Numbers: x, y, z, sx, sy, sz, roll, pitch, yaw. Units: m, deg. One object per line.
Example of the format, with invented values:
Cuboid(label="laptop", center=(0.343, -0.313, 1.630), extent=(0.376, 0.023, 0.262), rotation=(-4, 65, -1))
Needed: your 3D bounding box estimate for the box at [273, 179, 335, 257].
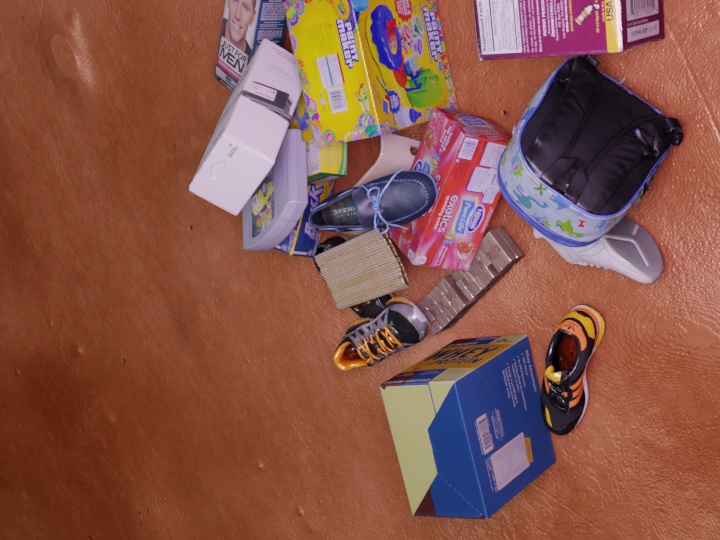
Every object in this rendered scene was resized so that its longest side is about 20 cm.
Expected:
Cuboid(label="box", center=(-0.088, -0.126, 1.757), extent=(0.070, 0.064, 0.202), rotation=(19, 98, 33))

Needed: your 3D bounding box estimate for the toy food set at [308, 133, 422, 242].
Cuboid(label="toy food set", center=(0.034, -0.119, 1.655), extent=(0.200, 0.142, 0.061), rotation=(-46, 47, 39))

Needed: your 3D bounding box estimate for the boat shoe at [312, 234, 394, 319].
Cuboid(label="boat shoe", center=(-0.003, 0.037, 1.787), extent=(0.202, 0.063, 0.074), rotation=(54, 129, 9))

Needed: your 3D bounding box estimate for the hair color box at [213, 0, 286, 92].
Cuboid(label="hair color box", center=(-0.166, -0.374, 1.760), extent=(0.100, 0.060, 0.202), rotation=(41, 128, 41))

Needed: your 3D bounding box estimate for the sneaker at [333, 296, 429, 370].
Cuboid(label="sneaker", center=(0.031, 0.104, 1.709), extent=(0.078, 0.077, 0.200), rotation=(50, 142, -6))

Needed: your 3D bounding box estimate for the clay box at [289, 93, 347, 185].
Cuboid(label="clay box", center=(-0.061, -0.232, 1.655), extent=(0.115, 0.047, 0.203), rotation=(-8, 80, 61))

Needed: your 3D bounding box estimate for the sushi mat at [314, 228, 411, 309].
Cuboid(label="sushi mat", center=(0.000, 0.000, 1.690), extent=(0.199, 0.012, 0.097), rotation=(-22, 96, 57))

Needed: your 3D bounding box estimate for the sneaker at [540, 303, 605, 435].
Cuboid(label="sneaker", center=(0.277, 0.147, 1.576), extent=(0.069, 0.090, 0.202), rotation=(25, 119, 30))

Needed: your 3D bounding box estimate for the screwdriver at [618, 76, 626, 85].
Cuboid(label="screwdriver", center=(0.284, -0.180, 1.501), extent=(0.029, 0.028, 0.201), rotation=(27, 124, -5))

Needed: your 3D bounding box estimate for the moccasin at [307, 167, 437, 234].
Cuboid(label="moccasin", center=(0.014, -0.080, 1.542), extent=(0.199, 0.068, 0.081), rotation=(-18, 95, 39))

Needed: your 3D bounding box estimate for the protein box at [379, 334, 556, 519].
Cuboid(label="protein box", center=(0.158, 0.219, 1.626), extent=(0.134, 0.199, 0.201), rotation=(-7, 101, 40))

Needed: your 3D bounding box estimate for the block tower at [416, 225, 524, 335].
Cuboid(label="block tower", center=(0.157, 0.018, 1.653), extent=(0.058, 0.054, 0.200), rotation=(54, 131, 12))

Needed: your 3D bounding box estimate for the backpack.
Cuboid(label="backpack", center=(0.264, -0.131, 1.402), extent=(0.182, 0.201, 0.147), rotation=(37, 148, 2))

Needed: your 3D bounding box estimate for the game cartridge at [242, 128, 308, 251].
Cuboid(label="game cartridge", center=(-0.130, -0.107, 1.682), extent=(0.200, 0.040, 0.135), rotation=(142, 126, -58))

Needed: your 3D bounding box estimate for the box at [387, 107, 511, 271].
Cuboid(label="box", center=(0.125, -0.110, 1.570), extent=(0.096, 0.099, 0.202), rotation=(53, 129, 51))

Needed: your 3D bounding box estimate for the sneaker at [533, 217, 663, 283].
Cuboid(label="sneaker", center=(0.312, -0.038, 1.508), extent=(0.200, 0.070, 0.081), rotation=(37, 141, 27))

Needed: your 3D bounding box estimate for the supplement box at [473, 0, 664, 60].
Cuboid(label="supplement box", center=(0.256, -0.321, 1.403), extent=(0.198, 0.130, 0.105), rotation=(5, 109, 38))

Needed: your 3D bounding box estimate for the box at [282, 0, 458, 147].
Cuboid(label="box", center=(0.017, -0.292, 1.567), extent=(0.121, 0.192, 0.203), rotation=(-5, 103, 40))

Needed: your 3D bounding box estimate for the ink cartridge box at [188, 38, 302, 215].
Cuboid(label="ink cartridge box", center=(-0.156, -0.202, 1.610), extent=(0.084, 0.202, 0.145), rotation=(27, 141, -13))
